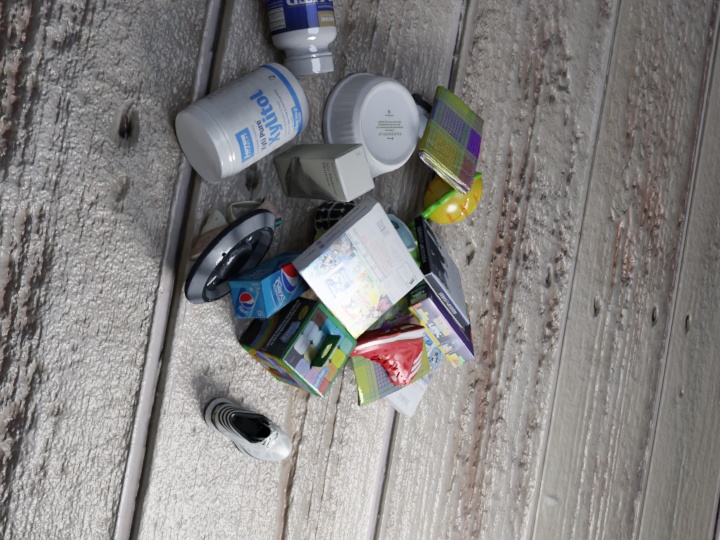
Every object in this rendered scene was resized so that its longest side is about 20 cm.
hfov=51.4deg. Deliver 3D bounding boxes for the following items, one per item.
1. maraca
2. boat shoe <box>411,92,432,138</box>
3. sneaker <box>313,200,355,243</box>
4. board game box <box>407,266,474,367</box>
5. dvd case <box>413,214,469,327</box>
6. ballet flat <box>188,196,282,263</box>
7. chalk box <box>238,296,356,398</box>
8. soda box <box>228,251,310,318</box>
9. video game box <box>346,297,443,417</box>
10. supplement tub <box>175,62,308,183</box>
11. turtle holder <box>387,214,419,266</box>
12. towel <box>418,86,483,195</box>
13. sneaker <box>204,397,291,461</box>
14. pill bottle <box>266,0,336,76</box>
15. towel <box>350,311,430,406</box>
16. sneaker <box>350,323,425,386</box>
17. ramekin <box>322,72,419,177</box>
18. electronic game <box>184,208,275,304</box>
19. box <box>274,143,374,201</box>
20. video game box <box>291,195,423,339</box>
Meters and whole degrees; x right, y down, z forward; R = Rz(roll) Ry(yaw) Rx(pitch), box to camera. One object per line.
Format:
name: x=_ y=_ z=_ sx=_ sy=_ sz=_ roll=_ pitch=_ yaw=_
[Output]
maraca: x=0.181 y=-0.148 z=1.584 sx=0.198 sy=0.137 sz=0.108 roll=-35 pitch=82 yaw=-24
boat shoe: x=0.166 y=-0.293 z=1.588 sx=0.198 sy=0.073 sz=0.069 roll=37 pitch=55 yaw=-24
sneaker: x=-0.054 y=-0.052 z=1.419 sx=0.086 sy=0.075 sz=0.203 roll=84 pitch=16 yaw=-50
board game box: x=0.169 y=0.076 z=1.582 sx=0.201 sy=0.056 sz=0.167 roll=51 pitch=24 yaw=-32
dvd case: x=0.167 y=0.003 z=1.531 sx=0.201 sy=0.024 sz=0.153 roll=50 pitch=26 yaw=-45
ballet flat: x=-0.226 y=-0.077 z=1.300 sx=0.198 sy=0.068 sz=0.069 roll=-29 pitch=93 yaw=-39
chalk box: x=-0.099 y=0.133 z=1.330 sx=0.124 sy=0.198 sz=0.126 roll=48 pitch=68 yaw=-33
soda box: x=-0.148 y=0.021 z=1.308 sx=0.200 sy=0.066 sz=0.066 roll=-37 pitch=122 yaw=-63
video game box: x=0.082 y=0.176 z=1.575 sx=0.200 sy=0.046 sz=0.184 roll=45 pitch=70 yaw=-33
supplement tub: x=-0.195 y=-0.249 z=1.254 sx=0.199 sy=0.130 sz=0.134 roll=-39 pitch=117 yaw=-30
turtle holder: x=0.058 y=-0.042 z=1.478 sx=0.181 sy=0.141 sz=0.136 roll=-9 pitch=86 yaw=-16
towel: x=0.186 y=-0.267 z=1.521 sx=0.142 sy=0.023 sz=0.204 roll=33 pitch=55 yaw=-25
sneaker: x=-0.179 y=0.302 z=1.337 sx=0.200 sy=0.114 sz=0.077 roll=38 pitch=72 yaw=-36
pill bottle: x=-0.103 y=-0.449 z=1.314 sx=0.118 sy=0.118 sz=0.206 roll=-19 pitch=107 yaw=-36
towel: x=0.061 y=0.174 z=1.506 sx=0.197 sy=0.023 sz=0.147 roll=-22 pitch=109 yaw=-34
sneaker: x=0.052 y=0.174 z=1.438 sx=0.196 sy=0.078 sz=0.119 roll=-7 pitch=98 yaw=-36
ramekin: x=0.030 y=-0.283 z=1.459 sx=0.199 sy=0.093 sz=0.209 roll=-5 pitch=98 yaw=-39
electronic game: x=-0.215 y=-0.022 z=1.245 sx=0.042 sy=0.201 sz=0.199 roll=42 pitch=61 yaw=12
box: x=-0.067 y=-0.175 z=1.322 sx=0.068 sy=0.198 sz=0.084 roll=-30 pitch=113 yaw=-30
video game box: x=0.000 y=0.000 z=1.332 sx=0.182 sy=0.047 sz=0.201 roll=-42 pitch=128 yaw=-8
